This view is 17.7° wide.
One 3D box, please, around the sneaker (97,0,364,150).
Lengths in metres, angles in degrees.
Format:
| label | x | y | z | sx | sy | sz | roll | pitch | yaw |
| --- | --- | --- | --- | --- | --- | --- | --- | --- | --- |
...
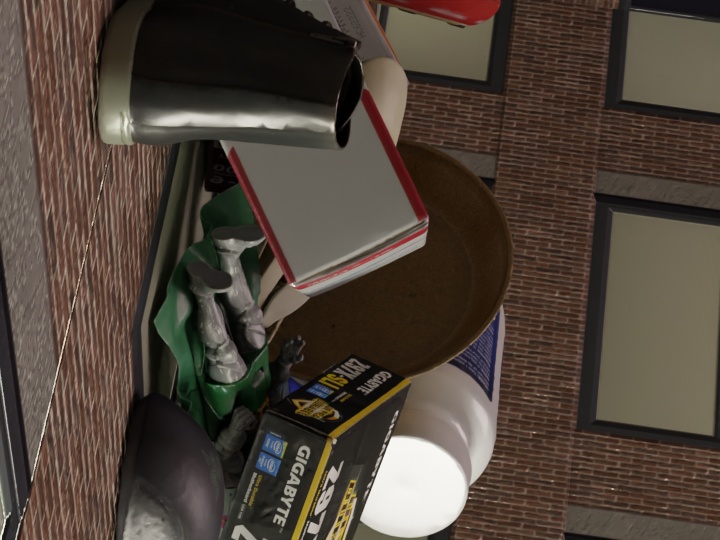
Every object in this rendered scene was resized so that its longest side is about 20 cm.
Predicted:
| label | x | y | z | sx | sy | sz | roll | pitch | yaw |
| --- | --- | --- | --- | --- | --- | --- | --- | --- | --- |
| sneaker | -0.048 | -0.097 | 1.027 | 0.200 | 0.105 | 0.075 | -79 | 176 | -64 |

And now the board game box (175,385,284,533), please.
| label | x | y | z | sx | sy | sz | roll | pitch | yaw |
| --- | --- | --- | --- | --- | --- | --- | --- | --- | --- |
| board game box | -0.092 | 0.157 | 1.511 | 0.148 | 0.064 | 0.201 | -79 | 175 | -72 |

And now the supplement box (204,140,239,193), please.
| label | x | y | z | sx | sy | sz | roll | pitch | yaw |
| --- | --- | --- | --- | --- | --- | --- | --- | --- | --- |
| supplement box | -0.053 | -0.156 | 1.422 | 0.109 | 0.060 | 0.201 | -80 | 179 | -58 |

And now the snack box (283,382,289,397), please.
| label | x | y | z | sx | sy | sz | roll | pitch | yaw |
| --- | --- | --- | --- | --- | --- | --- | --- | --- | --- |
| snack box | -0.066 | 0.055 | 1.840 | 0.200 | 0.067 | 0.170 | -75 | 174 | -68 |

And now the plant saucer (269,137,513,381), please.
| label | x | y | z | sx | sy | sz | roll | pitch | yaw |
| --- | --- | --- | --- | --- | --- | --- | --- | --- | --- |
| plant saucer | 0.000 | 0.000 | 1.501 | 0.036 | 0.199 | 0.201 | 85 | 12 | -54 |

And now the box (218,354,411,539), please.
| label | x | y | z | sx | sy | sz | roll | pitch | yaw |
| --- | --- | --- | --- | --- | --- | --- | --- | --- | --- |
| box | -0.043 | 0.161 | 1.364 | 0.201 | 0.049 | 0.160 | -70 | 166 | 14 |

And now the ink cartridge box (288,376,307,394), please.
| label | x | y | z | sx | sy | sz | roll | pitch | yaw |
| --- | --- | --- | --- | --- | --- | --- | --- | --- | --- |
| ink cartridge box | -0.026 | 0.030 | 1.587 | 0.095 | 0.037 | 0.202 | 92 | 4 | -76 |

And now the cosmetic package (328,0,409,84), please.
| label | x | y | z | sx | sy | sz | roll | pitch | yaw |
| --- | --- | --- | --- | --- | --- | --- | --- | --- | --- |
| cosmetic package | -0.017 | -0.165 | 1.696 | 0.102 | 0.071 | 0.200 | 61 | 3 | -3 |

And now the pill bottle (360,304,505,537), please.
| label | x | y | z | sx | sy | sz | roll | pitch | yaw |
| --- | --- | --- | --- | --- | --- | --- | --- | --- | --- |
| pill bottle | 0.037 | 0.083 | 1.543 | 0.200 | 0.110 | 0.112 | -79 | 177 | -57 |

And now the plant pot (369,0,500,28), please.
| label | x | y | z | sx | sy | sz | roll | pitch | yaw |
| --- | --- | --- | --- | --- | --- | --- | --- | --- | --- |
| plant pot | 0.045 | -0.309 | 1.929 | 0.200 | 0.199 | 0.184 | -69 | 175 | -83 |

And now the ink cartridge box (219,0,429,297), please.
| label | x | y | z | sx | sy | sz | roll | pitch | yaw |
| --- | --- | --- | --- | --- | --- | --- | --- | --- | --- |
| ink cartridge box | -0.028 | -0.067 | 1.266 | 0.146 | 0.082 | 0.200 | 64 | 0 | 3 |

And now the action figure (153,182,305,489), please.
| label | x | y | z | sx | sy | sz | roll | pitch | yaw |
| --- | --- | --- | --- | --- | --- | --- | --- | --- | --- |
| action figure | -0.070 | 0.063 | 1.346 | 0.118 | 0.054 | 0.201 | -56 | 151 | -39 |

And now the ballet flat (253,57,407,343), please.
| label | x | y | z | sx | sy | sz | roll | pitch | yaw |
| --- | --- | --- | --- | --- | --- | --- | --- | --- | --- |
| ballet flat | -0.025 | -0.034 | 1.399 | 0.200 | 0.069 | 0.069 | -54 | -177 | 9 |

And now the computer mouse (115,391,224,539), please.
| label | x | y | z | sx | sy | sz | roll | pitch | yaw |
| --- | --- | --- | --- | --- | --- | --- | --- | --- | --- |
| computer mouse | -0.103 | 0.157 | 1.268 | 0.139 | 0.052 | 0.201 | -78 | 176 | -57 |
